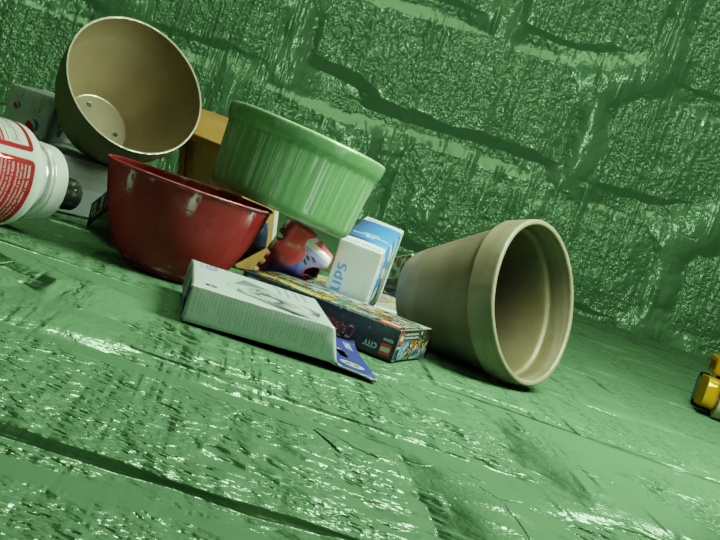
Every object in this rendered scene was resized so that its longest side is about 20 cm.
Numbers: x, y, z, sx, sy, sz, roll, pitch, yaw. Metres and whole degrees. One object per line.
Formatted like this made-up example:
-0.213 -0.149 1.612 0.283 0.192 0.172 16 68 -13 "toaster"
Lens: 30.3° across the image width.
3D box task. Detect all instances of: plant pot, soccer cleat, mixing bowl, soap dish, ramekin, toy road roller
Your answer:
-0.335 -0.224 1.810 0.199 0.202 0.134 16 -29 -32 "plant pot"
-0.086 -0.007 1.672 0.076 0.067 0.200 37 -19 -1 "soccer cleat"
-0.210 -0.050 1.514 0.198 0.109 0.200 20 3 -1 "mixing bowl"
-0.189 -0.108 1.862 0.156 0.202 0.081 23 27 32 "soap dish"
0.144 0.038 1.650 0.172 0.203 0.199 0 -8 37 "plant pot"
-0.079 -0.115 1.566 0.198 0.099 0.200 23 1 0 "ramekin"
0.618 0.171 2.149 0.122 0.147 0.200 19 4 7 "toy road roller"

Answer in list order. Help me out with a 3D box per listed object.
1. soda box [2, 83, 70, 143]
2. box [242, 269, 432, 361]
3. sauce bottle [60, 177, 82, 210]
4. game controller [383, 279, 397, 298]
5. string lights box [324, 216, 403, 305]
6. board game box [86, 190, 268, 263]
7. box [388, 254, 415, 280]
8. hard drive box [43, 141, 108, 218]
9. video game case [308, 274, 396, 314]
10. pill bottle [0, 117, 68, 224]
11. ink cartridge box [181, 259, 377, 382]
-0.451 -0.223 1.905 0.067 0.064 0.200 19 4 -1 "soda box"
-0.028 0.051 1.528 0.198 0.038 0.136 21 4 17 "box"
-0.417 -0.107 1.618 0.064 0.065 0.200 21 5 26 "sauce bottle"
0.080 0.049 2.113 0.104 0.042 0.200 37 11 22 "game controller"
0.000 0.000 1.697 0.058 0.104 0.200 21 13 5 "string lights box"
-0.232 -0.057 1.685 0.198 0.035 0.135 17 -18 -24 "board game box"
0.057 0.000 2.175 0.041 0.039 0.200 4 -5 -25 "box"
-0.431 -0.137 1.844 0.199 0.078 0.155 23 6 38 "hard drive box"
-0.008 0.040 1.866 0.198 0.023 0.182 18 5 -23 "video game case"
-0.404 -0.109 1.380 0.112 0.113 0.199 22 5 34 "pill bottle"
-0.082 0.046 1.338 0.198 0.041 0.200 19 4 -10 "ink cartridge box"
